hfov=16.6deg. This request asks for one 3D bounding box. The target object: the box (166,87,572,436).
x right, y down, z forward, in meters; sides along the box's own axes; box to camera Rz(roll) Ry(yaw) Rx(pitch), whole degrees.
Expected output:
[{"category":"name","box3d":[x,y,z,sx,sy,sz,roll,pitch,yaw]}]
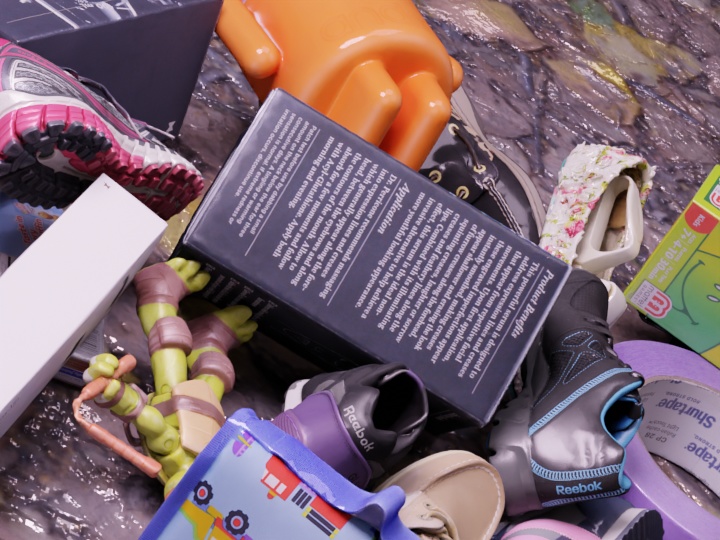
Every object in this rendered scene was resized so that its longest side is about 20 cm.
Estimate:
[{"category":"box","box3d":[0.000,0.000,1.433,0.200,0.107,0.148,32,-10,-5]}]

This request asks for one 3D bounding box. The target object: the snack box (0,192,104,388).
[{"category":"snack box","box3d":[-0.183,-0.014,1.424,0.072,0.024,0.200,20,33,-19]}]

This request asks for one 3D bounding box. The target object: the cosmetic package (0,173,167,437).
[{"category":"cosmetic package","box3d":[-0.176,0.036,1.274,0.051,0.083,0.200,37,40,0]}]

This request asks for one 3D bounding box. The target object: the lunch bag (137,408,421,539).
[{"category":"lunch bag","box3d":[-0.039,0.169,1.128,0.150,0.200,0.094,40,31,11]}]

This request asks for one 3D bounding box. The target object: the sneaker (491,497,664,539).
[{"category":"sneaker","box3d":[0.087,0.178,1.388,0.082,0.070,0.200,17,24,35]}]

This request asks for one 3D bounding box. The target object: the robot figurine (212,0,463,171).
[{"category":"robot figurine","box3d":[-0.015,-0.138,1.554,0.143,0.117,0.200,-23,48,-11]}]

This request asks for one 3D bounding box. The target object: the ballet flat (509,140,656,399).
[{"category":"ballet flat","box3d":[0.145,-0.001,1.594,0.076,0.064,0.201,49,48,-45]}]

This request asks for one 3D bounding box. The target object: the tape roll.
[{"category":"tape roll","box3d":[0.210,0.136,1.544,0.200,0.066,0.200,25,32,-16]}]

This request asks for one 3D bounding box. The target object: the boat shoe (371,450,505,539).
[{"category":"boat shoe","box3d":[0.025,0.156,1.293,0.200,0.065,0.072,-36,102,-45]}]

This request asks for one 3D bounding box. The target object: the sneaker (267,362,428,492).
[{"category":"sneaker","box3d":[0.004,0.085,1.322,0.076,0.087,0.200,62,13,-2]}]

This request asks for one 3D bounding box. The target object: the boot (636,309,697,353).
[{"category":"boot","box3d":[0.291,0.079,1.686,0.168,0.077,0.200,10,31,-39]}]

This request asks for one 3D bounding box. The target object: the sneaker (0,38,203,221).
[{"category":"sneaker","box3d":[-0.151,-0.070,1.370,0.075,0.080,0.200,60,7,24]}]

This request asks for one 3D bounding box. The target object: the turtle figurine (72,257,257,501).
[{"category":"turtle figurine","box3d":[-0.086,0.083,1.339,0.200,0.064,0.162,33,37,-32]}]

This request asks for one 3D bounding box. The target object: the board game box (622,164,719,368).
[{"category":"board game box","box3d":[0.278,0.033,1.584,0.200,0.102,0.048,36,43,4]}]

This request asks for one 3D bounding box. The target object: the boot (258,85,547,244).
[{"category":"boot","box3d":[0.029,-0.062,1.648,0.150,0.073,0.200,-3,54,-39]}]

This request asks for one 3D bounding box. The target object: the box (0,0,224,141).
[{"category":"box","box3d":[-0.217,-0.149,1.474,0.182,0.104,0.200,33,29,21]}]

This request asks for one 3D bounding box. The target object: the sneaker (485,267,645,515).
[{"category":"sneaker","box3d":[0.132,0.072,1.455,0.082,0.073,0.200,-4,37,18]}]
